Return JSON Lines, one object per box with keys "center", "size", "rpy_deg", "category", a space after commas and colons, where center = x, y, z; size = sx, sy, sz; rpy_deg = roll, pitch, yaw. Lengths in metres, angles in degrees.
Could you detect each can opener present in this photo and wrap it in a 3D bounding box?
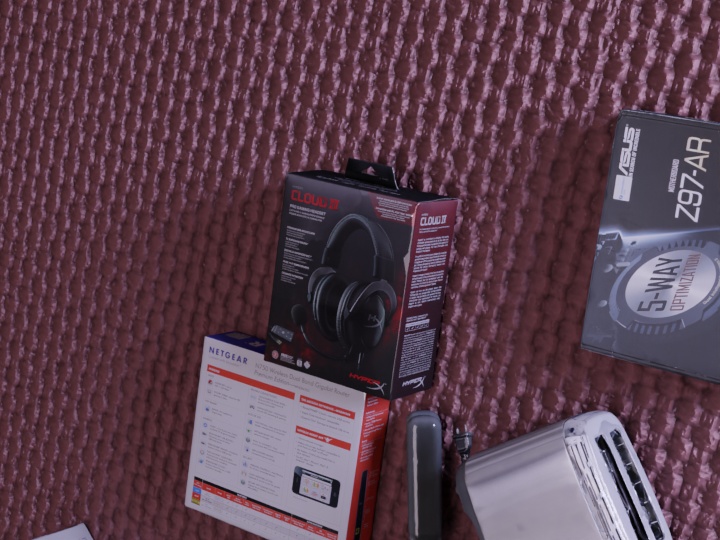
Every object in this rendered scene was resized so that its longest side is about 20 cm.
{"center": [0.070, 0.229, 1.222], "size": [0.066, 0.053, 0.202], "rpy_deg": [-6, 93, -1], "category": "can opener"}

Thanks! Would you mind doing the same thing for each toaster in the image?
{"center": [0.170, 0.202, 1.111], "size": [0.129, 0.113, 0.201], "rpy_deg": [-28, 77, 28], "category": "toaster"}

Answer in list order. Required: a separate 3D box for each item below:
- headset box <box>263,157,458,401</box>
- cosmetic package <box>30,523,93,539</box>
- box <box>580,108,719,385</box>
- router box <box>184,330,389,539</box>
{"center": [0.000, 0.000, 1.224], "size": [0.148, 0.077, 0.202], "rpy_deg": [15, 104, 32], "category": "headset box"}
{"center": [-0.312, 0.381, 1.421], "size": [0.052, 0.150, 0.201], "rpy_deg": [-43, 71, 30], "category": "cosmetic package"}
{"center": [0.270, -0.018, 1.063], "size": [0.159, 0.043, 0.202], "rpy_deg": [15, 103, 31], "category": "box"}
{"center": [-0.073, 0.171, 1.304], "size": [0.199, 0.049, 0.181], "rpy_deg": [15, 102, 32], "category": "router box"}
